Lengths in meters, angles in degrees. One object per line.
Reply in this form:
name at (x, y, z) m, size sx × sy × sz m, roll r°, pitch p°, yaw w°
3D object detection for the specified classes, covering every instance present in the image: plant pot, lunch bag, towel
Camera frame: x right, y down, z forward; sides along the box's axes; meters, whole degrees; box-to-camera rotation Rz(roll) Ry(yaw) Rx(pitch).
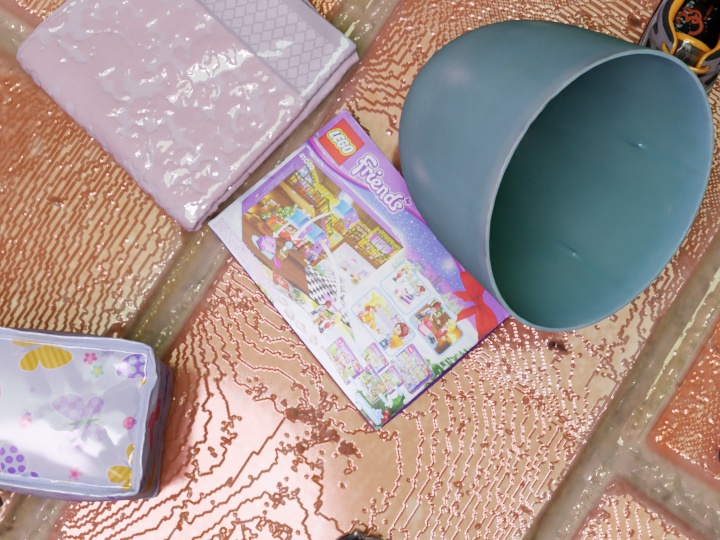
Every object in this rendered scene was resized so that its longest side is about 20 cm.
plant pot at (0.121, -0.084, 1.022) m, size 0.201 × 0.201 × 0.161 m, roll -45°, pitch 43°, yaw -6°
lunch bag at (-0.237, 0.101, 1.008) m, size 0.197 × 0.170 × 0.129 m, roll 9°, pitch 81°, yaw -3°
towel at (-0.130, -0.161, 1.095) m, size 0.200 × 0.032 × 0.191 m, roll 44°, pitch 85°, yaw 14°

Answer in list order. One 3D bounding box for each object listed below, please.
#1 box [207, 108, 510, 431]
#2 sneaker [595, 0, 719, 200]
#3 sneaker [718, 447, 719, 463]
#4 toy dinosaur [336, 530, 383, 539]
box at (0.000, 0.000, 1.089) m, size 0.136 × 0.039 × 0.201 m, roll -39°, pitch 85°, yaw -4°
sneaker at (0.230, -0.145, 1.092) m, size 0.077 × 0.077 × 0.202 m, roll 21°, pitch 85°, yaw -1°
sneaker at (0.309, 0.058, 1.077) m, size 0.079 × 0.071 × 0.201 m, roll 33°, pitch 79°, yaw 7°
toy dinosaur at (-0.075, 0.244, 1.055) m, size 0.197 × 0.048 × 0.089 m, roll -9°, pitch 61°, yaw -1°
